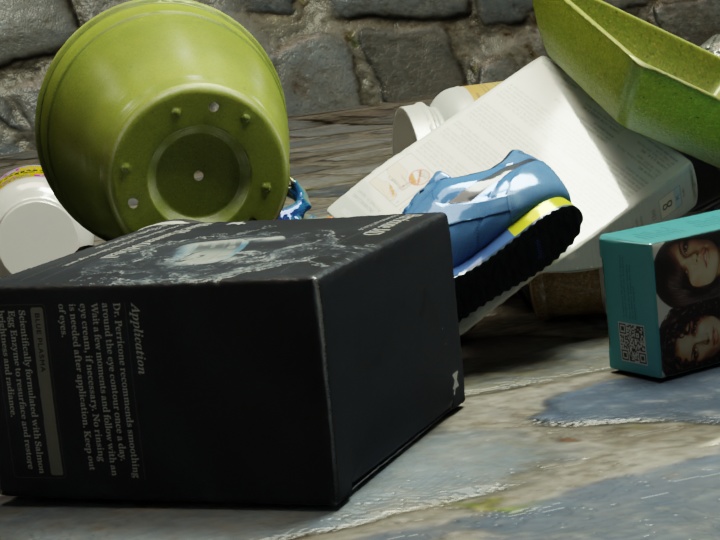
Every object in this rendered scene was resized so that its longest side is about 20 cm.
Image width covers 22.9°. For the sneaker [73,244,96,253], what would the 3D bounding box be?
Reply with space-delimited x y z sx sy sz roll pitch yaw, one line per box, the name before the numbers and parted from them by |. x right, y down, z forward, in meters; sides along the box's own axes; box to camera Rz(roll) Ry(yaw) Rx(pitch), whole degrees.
sneaker | -0.175 0.034 1.269 0.090 0.077 0.200 4 17 3

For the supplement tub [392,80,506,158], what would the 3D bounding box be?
supplement tub | 0.137 -0.094 1.549 0.198 0.146 0.145 -8 9 -10

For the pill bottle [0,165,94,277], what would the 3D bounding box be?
pill bottle | -0.298 -0.038 1.634 0.103 0.105 0.200 -8 10 -10

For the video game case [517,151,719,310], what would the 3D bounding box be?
video game case | 0.176 -0.069 1.315 0.199 0.019 0.143 -27 56 -9

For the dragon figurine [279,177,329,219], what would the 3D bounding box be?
dragon figurine | -0.072 -0.021 1.464 0.198 0.059 0.100 -2 45 6

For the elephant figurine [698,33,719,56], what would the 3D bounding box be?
elephant figurine | 0.304 -0.140 1.507 0.140 0.202 0.155 -1 11 -9

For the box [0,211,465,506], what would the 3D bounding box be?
box | -0.069 0.042 0.965 0.198 0.119 0.196 -1 11 22

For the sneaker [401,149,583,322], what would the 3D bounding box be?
sneaker | 0.041 -0.009 1.108 0.199 0.066 0.079 -31 58 -14

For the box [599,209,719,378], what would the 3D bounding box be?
box | 0.240 0.004 1.086 0.198 0.083 0.049 -12 12 -29

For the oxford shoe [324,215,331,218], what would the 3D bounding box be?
oxford shoe | -0.040 -0.006 1.377 0.198 0.072 0.073 -9 6 -12

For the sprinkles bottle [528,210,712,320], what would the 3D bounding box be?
sprinkles bottle | 0.215 -0.006 1.204 0.198 0.069 0.068 -4 10 14

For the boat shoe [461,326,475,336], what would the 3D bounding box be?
boat shoe | -0.016 0.014 1.229 0.198 0.073 0.076 -3 10 17

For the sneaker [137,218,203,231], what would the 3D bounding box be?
sneaker | -0.094 0.024 1.146 0.199 0.072 0.083 18 34 31

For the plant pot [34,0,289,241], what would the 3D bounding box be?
plant pot | -0.133 -0.088 1.299 0.198 0.202 0.193 -8 16 -12

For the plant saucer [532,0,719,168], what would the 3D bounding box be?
plant saucer | 0.218 -0.122 1.222 0.198 0.048 0.200 20 19 -25

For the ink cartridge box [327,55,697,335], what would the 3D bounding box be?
ink cartridge box | 0.101 -0.044 1.199 0.199 0.047 0.160 -36 49 -13
